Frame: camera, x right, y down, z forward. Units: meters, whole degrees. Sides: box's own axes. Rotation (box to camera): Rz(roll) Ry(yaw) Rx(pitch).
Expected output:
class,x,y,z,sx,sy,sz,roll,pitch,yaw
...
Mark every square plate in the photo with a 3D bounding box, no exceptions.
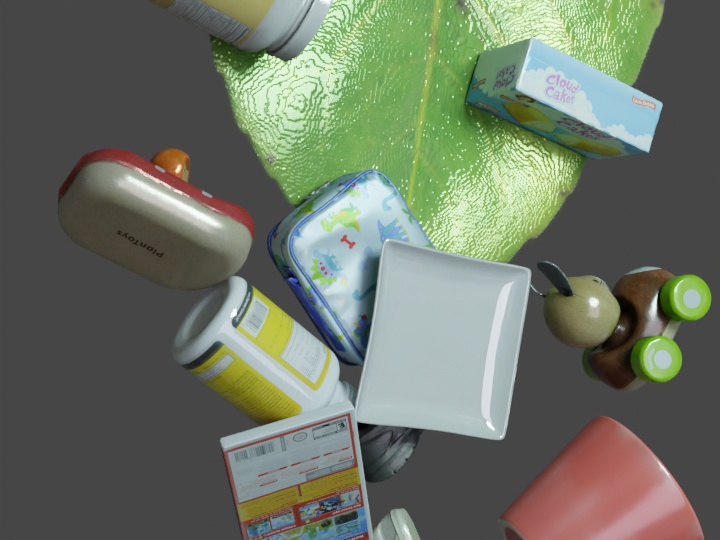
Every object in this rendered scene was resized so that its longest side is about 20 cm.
class,x,y,z,sx,sy,sz,roll,pitch,yaw
square plate,0.089,0.078,1.342,0.200,0.028,0.199,11,87,-28

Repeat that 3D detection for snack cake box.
class,x,y,z,sx,sy,sz,roll,pitch,yaw
snack cake box,0.242,-0.200,1.447,0.200,0.115,0.067,20,83,-24

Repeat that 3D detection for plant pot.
class,x,y,z,sx,sy,sz,roll,pitch,yaw
plant pot,0.274,0.303,1.445,0.177,0.200,0.201,-33,105,-11

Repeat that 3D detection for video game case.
class,x,y,z,sx,sy,sz,roll,pitch,yaw
video game case,-0.065,0.237,1.300,0.143,0.017,0.200,-15,125,-12

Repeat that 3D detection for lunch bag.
class,x,y,z,sx,sy,sz,roll,pitch,yaw
lunch bag,0.000,0.000,1.354,0.161,0.082,0.200,-41,107,-21

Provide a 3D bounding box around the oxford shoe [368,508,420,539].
class,x,y,z,sx,sy,sz,roll,pitch,yaw
oxford shoe,0.060,0.370,1.374,0.058,0.075,0.200,-24,77,7

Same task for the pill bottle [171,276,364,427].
class,x,y,z,sx,sy,sz,roll,pitch,yaw
pill bottle,-0.094,0.106,1.296,0.200,0.112,0.112,41,75,-20

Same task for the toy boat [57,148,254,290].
class,x,y,z,sx,sy,sz,roll,pitch,yaw
toy boat,-0.202,-0.071,1.250,0.200,0.130,0.131,28,48,-20

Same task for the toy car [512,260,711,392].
class,x,y,z,sx,sy,sz,roll,pitch,yaw
toy car,0.281,0.037,1.457,0.200,0.164,0.158,31,78,-10

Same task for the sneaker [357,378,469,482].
class,x,y,z,sx,sy,sz,roll,pitch,yaw
sneaker,0.052,0.144,1.390,0.091,0.076,0.200,45,71,-12

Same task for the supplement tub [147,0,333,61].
class,x,y,z,sx,sy,sz,roll,pitch,yaw
supplement tub,-0.135,-0.314,1.248,0.200,0.145,0.146,25,81,-24
